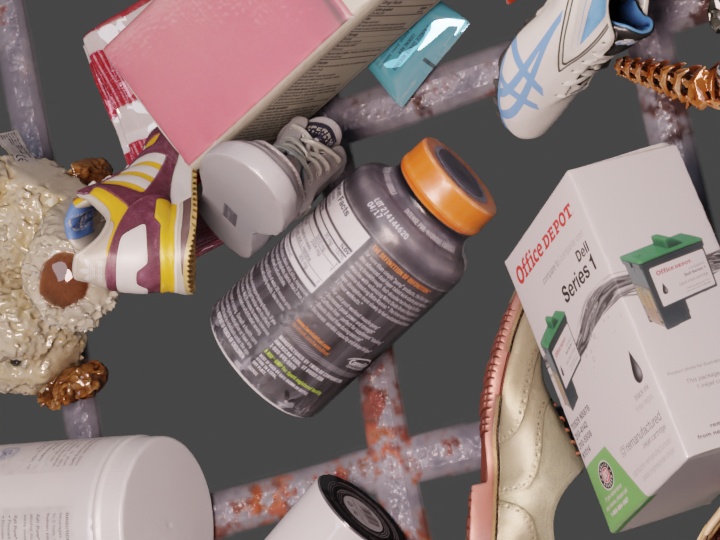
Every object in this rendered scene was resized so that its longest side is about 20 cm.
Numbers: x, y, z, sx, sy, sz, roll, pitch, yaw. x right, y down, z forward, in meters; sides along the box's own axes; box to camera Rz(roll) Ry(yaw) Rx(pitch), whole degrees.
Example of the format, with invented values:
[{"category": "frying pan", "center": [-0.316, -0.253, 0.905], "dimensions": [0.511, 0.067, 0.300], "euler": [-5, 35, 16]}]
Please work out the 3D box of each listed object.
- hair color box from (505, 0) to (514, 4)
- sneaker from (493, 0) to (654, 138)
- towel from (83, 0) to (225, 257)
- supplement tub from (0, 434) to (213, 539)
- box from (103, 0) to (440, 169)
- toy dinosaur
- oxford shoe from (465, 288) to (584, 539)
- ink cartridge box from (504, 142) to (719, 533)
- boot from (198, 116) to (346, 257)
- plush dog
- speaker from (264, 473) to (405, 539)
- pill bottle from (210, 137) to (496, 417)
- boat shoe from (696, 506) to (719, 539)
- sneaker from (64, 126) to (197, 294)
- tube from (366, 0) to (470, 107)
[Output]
[{"category": "hair color box", "center": [0.151, -0.277, 1.636], "dimensions": [0.200, 0.064, 0.111], "euler": [-32, 70, -1]}, {"category": "sneaker", "center": [0.146, -0.152, 1.624], "dimensions": [0.072, 0.072, 0.200], "euler": [46, 137, 19]}, {"category": "towel", "center": [-0.117, -0.119, 1.820], "dimensions": [0.144, 0.023, 0.201], "euler": [-28, 72, 21]}, {"category": "supplement tub", "center": [-0.220, 0.187, 1.780], "dimensions": [0.199, 0.132, 0.133], "euler": [-5, 82, 27]}, {"category": "box", "center": [-0.053, -0.174, 1.695], "dimensions": [0.200, 0.128, 0.109], "euler": [-41, 80, 21]}, {"category": "toy dinosaur", "center": [0.258, -0.144, 1.593], "dimensions": [0.199, 0.102, 0.136], "euler": [-7, 96, 11]}, {"category": "oxford shoe", "center": [0.114, 0.110, 1.662], "dimensions": [0.073, 0.071, 0.201], "euler": [7, 87, 3]}, {"category": "ink cartridge box", "center": [0.178, 0.042, 1.570], "dimensions": [0.084, 0.146, 0.201], "euler": [-14, 69, -21]}, {"category": "boot", "center": [-0.053, -0.072, 1.665], "dimensions": [0.074, 0.200, 0.096], "euler": [46, 77, -2]}, {"category": "plush dog", "center": [-0.248, 0.010, 1.824], "dimensions": [0.199, 0.160, 0.172], "euler": [26, 116, 17]}, {"category": "speaker", "center": [-0.061, 0.239, 1.719], "dimensions": [0.081, 0.081, 0.200], "euler": [46, 105, 23]}, {"category": "pill bottle", "center": [0.000, 0.000, 1.699], "dimensions": [0.200, 0.106, 0.106], "euler": [-43, 68, 17]}, {"category": "boat shoe", "center": [0.234, 0.192, 1.577], "dimensions": [0.074, 0.069, 0.201], "euler": [30, 99, 27]}, {"category": "sneaker", "center": [-0.158, -0.048, 1.716], "dimensions": [0.090, 0.200, 0.075], "euler": [1, 114, -7]}, {"category": "tube", "center": [-0.014, -0.210, 1.765], "dimensions": [0.200, 0.050, 0.078], "euler": [46, 114, 18]}]
